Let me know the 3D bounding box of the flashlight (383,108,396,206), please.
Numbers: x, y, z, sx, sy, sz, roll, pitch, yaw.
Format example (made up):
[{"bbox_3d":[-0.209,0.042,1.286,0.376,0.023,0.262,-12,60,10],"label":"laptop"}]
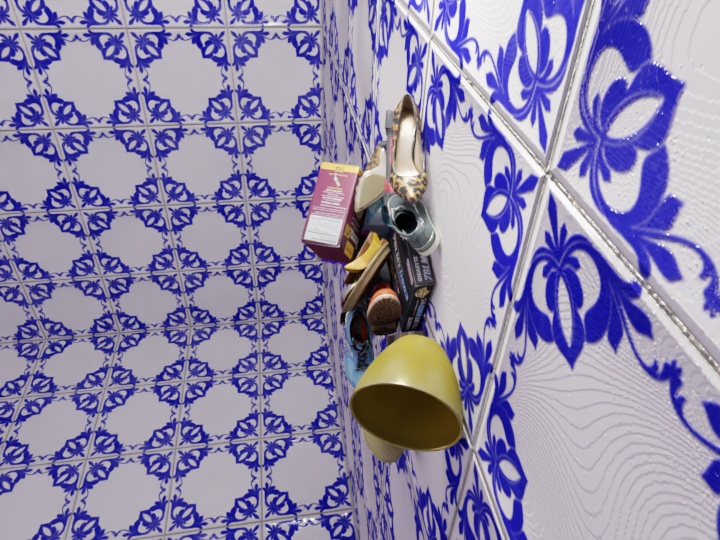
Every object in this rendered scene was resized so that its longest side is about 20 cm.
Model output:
[{"bbox_3d":[0.083,-0.239,1.161,0.068,0.066,0.205,-91,3,-80],"label":"flashlight"}]

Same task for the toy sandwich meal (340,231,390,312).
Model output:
[{"bbox_3d":[0.000,0.000,1.219,0.207,0.070,0.205,-56,-5,-8],"label":"toy sandwich meal"}]

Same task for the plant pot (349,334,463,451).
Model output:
[{"bbox_3d":[0.093,0.202,0.958,0.202,0.196,0.143,95,-167,-46],"label":"plant pot"}]

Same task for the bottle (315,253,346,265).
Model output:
[{"bbox_3d":[-0.032,-0.055,1.557,0.066,0.196,0.084,94,170,-45],"label":"bottle"}]

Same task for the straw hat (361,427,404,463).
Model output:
[{"bbox_3d":[0.087,0.350,1.293,0.084,0.199,0.205,-22,66,35],"label":"straw hat"}]

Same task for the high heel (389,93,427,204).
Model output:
[{"bbox_3d":[0.088,-0.229,1.012,0.202,0.070,0.144,-90,-4,-48],"label":"high heel"}]

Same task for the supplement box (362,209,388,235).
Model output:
[{"bbox_3d":[0.013,-0.162,1.538,0.102,0.101,0.202,97,164,-48],"label":"supplement box"}]

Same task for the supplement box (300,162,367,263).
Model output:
[{"bbox_3d":[-0.053,-0.136,1.295,0.131,0.101,0.204,47,-125,-68],"label":"supplement box"}]

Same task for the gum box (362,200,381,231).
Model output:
[{"bbox_3d":[-0.038,-0.151,1.430,0.201,0.044,0.169,-55,38,-3],"label":"gum box"}]

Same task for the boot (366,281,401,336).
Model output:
[{"bbox_3d":[0.047,0.066,1.201,0.201,0.073,0.109,92,174,-67],"label":"boot"}]

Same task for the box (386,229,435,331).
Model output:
[{"bbox_3d":[0.104,-0.003,1.168,0.200,0.049,0.203,97,166,-58],"label":"box"}]

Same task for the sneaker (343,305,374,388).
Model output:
[{"bbox_3d":[-0.005,0.183,1.244,0.090,0.077,0.205,92,171,-86],"label":"sneaker"}]

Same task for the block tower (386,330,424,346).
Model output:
[{"bbox_3d":[0.101,0.172,1.244,0.200,0.053,0.059,125,141,-76],"label":"block tower"}]

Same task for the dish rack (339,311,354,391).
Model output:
[{"bbox_3d":[-0.021,0.205,1.362,0.153,0.053,0.205,132,140,-79],"label":"dish rack"}]

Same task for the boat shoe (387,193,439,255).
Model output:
[{"bbox_3d":[0.091,-0.105,1.052,0.073,0.061,0.201,-45,36,15],"label":"boat shoe"}]

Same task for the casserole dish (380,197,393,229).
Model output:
[{"bbox_3d":[0.079,-0.155,1.295,0.200,0.038,0.124,-127,34,-77],"label":"casserole dish"}]

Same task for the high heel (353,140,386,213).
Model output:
[{"bbox_3d":[0.031,-0.220,1.286,0.202,0.071,0.142,-59,13,-3],"label":"high heel"}]

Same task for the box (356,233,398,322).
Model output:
[{"bbox_3d":[0.041,0.039,1.424,0.183,0.102,0.203,99,165,-61],"label":"box"}]
